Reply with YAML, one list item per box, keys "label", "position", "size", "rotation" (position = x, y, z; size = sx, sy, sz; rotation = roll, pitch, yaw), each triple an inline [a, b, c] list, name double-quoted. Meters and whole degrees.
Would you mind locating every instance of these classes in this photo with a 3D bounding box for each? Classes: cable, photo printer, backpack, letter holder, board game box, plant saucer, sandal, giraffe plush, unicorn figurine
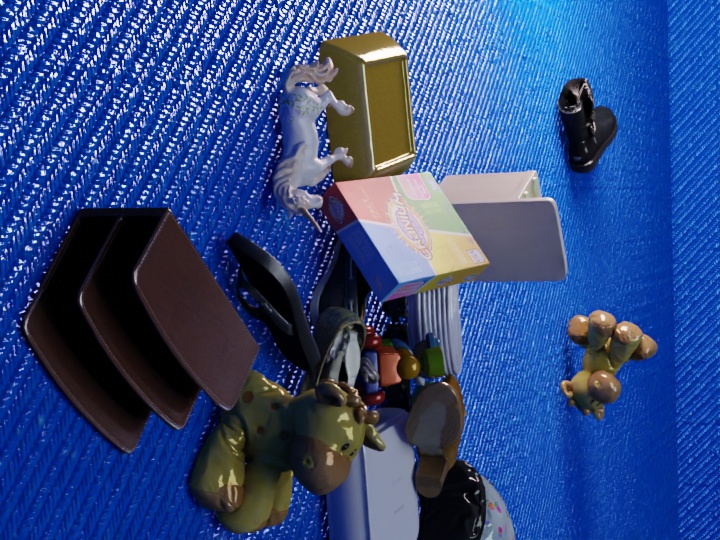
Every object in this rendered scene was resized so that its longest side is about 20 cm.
- label: "cable"
  position: [0.101, 0.048, 1.713]
  size: [0.200, 0.068, 0.202]
  rotation: [66, 23, -75]
- label: "photo printer"
  position: [0.016, 0.290, 1.581]
  size: [0.166, 0.069, 0.202]
  rotation: [-17, 105, -64]
- label: "backpack"
  position: [0.152, 0.380, 1.803]
  size: [0.201, 0.125, 0.168]
  rotation: [62, 33, -49]
- label: "letter holder"
  position: [-0.192, 0.063, 1.117]
  size: [0.201, 0.100, 0.143]
  rotation: [62, 38, -44]
- label: "board game box"
  position: [0.057, -0.046, 1.568]
  size: [0.199, 0.040, 0.154]
  rotation: [-12, 64, -51]
- label: "plant saucer"
  position: [0.020, -0.205, 1.628]
  size: [0.200, 0.048, 0.202]
  rotation: [-29, 115, -61]
- label: "sandal"
  position: [-0.095, 0.044, 1.360]
  size: [0.043, 0.076, 0.201]
  rotation: [-43, 132, -23]
- label: "giraffe plush"
  position: [0.463, 0.195, 2.456]
  size: [0.200, 0.171, 0.163]
  rotation: [121, -7, -67]
- label: "unicorn figurine"
  position: [-0.060, -0.140, 1.447]
  size: [0.137, 0.073, 0.202]
  rotation: [-13, 87, -54]
- label: "giraffe plush"
  position: [-0.064, 0.175, 1.307]
  size: [0.172, 0.161, 0.202]
  rotation: [8, 82, -64]

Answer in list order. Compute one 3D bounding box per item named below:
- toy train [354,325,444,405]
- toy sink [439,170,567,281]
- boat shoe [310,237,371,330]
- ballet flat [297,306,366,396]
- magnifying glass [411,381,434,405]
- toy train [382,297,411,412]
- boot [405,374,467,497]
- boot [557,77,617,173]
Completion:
- label: "toy train"
  position: [0.051, 0.117, 1.524]
  size: [0.200, 0.114, 0.086]
  rotation: [-139, -135, -82]
- label: "toy sink"
  position: [0.214, -0.067, 1.859]
  size: [0.112, 0.198, 0.131]
  rotation: [-52, 134, -52]
- label: "boat shoe"
  position: [0.000, 0.000, 1.561]
  size: [0.201, 0.067, 0.072]
  rotation: [-68, 145, -42]
- label: "ballet flat"
  position: [-0.036, 0.142, 1.445]
  size: [0.071, 0.070, 0.202]
  rotation: [22, 79, -62]
- label: "magnifying glass"
  position: [0.076, 0.210, 1.765]
  size: [0.200, 0.022, 0.080]
  rotation: [-21, 109, -62]
- label: "toy train"
  position: [0.052, 0.097, 1.703]
  size: [0.046, 0.034, 0.202]
  rotation: [-11, 100, -68]
- label: "boot"
  position: [0.103, 0.178, 1.619]
  size: [0.145, 0.070, 0.203]
  rotation: [-70, 166, -50]
- label: "boot"
  position: [0.455, -0.317, 2.511]
  size: [0.201, 0.076, 0.169]
  rotation: [-58, 143, -39]
